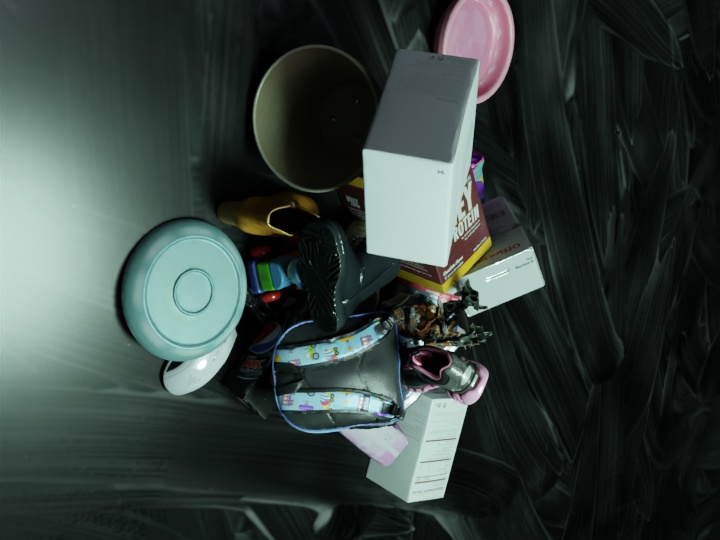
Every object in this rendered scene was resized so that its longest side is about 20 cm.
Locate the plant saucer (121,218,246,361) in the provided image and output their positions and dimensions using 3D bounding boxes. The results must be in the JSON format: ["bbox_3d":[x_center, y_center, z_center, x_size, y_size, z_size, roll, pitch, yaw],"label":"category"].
[{"bbox_3d":[-0.240,0.029,1.279,0.198,0.027,0.204,-5,98,-39],"label":"plant saucer"}]

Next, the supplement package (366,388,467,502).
[{"bbox_3d":[0.108,0.320,1.724,0.116,0.116,0.204,7,101,-47],"label":"supplement package"}]

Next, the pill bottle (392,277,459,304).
[{"bbox_3d":[0.099,0.109,1.632,0.119,0.119,0.203,15,94,-48],"label":"pill bottle"}]

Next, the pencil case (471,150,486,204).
[{"bbox_3d":[0.200,-0.119,1.675,0.088,0.088,0.203,-35,125,-32],"label":"pencil case"}]

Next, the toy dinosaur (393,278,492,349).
[{"bbox_3d":[0.131,0.084,1.450,0.199,0.134,0.104,-6,76,-61],"label":"toy dinosaur"}]

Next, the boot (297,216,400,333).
[{"bbox_3d":[-0.009,-0.028,1.310,0.168,0.076,0.203,-43,144,-37],"label":"boot"}]

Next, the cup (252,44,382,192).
[{"bbox_3d":[-0.040,-0.223,1.328,0.143,0.197,0.204,-25,126,-67],"label":"cup"}]

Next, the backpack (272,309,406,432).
[{"bbox_3d":[-0.042,0.156,1.386,0.196,0.134,0.186,-6,89,-15],"label":"backpack"}]

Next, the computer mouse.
[{"bbox_3d":[-0.213,0.108,1.355,0.201,0.043,0.110,-53,137,-19],"label":"computer mouse"}]

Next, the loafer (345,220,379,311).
[{"bbox_3d":[0.000,0.000,1.503,0.069,0.074,0.202,-81,179,-48],"label":"loafer"}]

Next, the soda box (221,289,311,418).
[{"bbox_3d":[-0.127,0.129,1.440,0.201,0.063,0.071,-53,135,-19],"label":"soda box"}]

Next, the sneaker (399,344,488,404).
[{"bbox_3d":[0.100,0.141,1.365,0.095,0.199,0.080,32,73,-32],"label":"sneaker"}]

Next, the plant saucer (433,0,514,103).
[{"bbox_3d":[0.194,-0.397,1.590,0.199,0.050,0.204,-21,120,-41],"label":"plant saucer"}]

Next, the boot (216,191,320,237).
[{"bbox_3d":[-0.098,-0.075,1.330,0.199,0.143,0.072,-2,101,-46],"label":"boot"}]

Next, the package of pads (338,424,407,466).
[{"bbox_3d":[-0.006,0.248,1.568,0.076,0.121,0.200,-44,136,0],"label":"package of pads"}]

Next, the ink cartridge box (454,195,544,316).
[{"bbox_3d":[0.217,-0.027,1.564,0.144,0.201,0.085,-23,120,7],"label":"ink cartridge box"}]

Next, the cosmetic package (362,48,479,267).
[{"bbox_3d":[0.082,-0.151,1.226,0.201,0.121,0.202,87,15,-51],"label":"cosmetic package"}]

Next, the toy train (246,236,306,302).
[{"bbox_3d":[-0.068,-0.015,1.398,0.198,0.115,0.086,-21,104,-43],"label":"toy train"}]

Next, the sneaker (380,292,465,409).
[{"bbox_3d":[0.065,0.133,1.522,0.146,0.077,0.203,44,78,-19],"label":"sneaker"}]

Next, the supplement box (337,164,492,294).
[{"bbox_3d":[0.084,-0.103,1.476,0.133,0.196,0.202,-42,130,-26],"label":"supplement box"}]
